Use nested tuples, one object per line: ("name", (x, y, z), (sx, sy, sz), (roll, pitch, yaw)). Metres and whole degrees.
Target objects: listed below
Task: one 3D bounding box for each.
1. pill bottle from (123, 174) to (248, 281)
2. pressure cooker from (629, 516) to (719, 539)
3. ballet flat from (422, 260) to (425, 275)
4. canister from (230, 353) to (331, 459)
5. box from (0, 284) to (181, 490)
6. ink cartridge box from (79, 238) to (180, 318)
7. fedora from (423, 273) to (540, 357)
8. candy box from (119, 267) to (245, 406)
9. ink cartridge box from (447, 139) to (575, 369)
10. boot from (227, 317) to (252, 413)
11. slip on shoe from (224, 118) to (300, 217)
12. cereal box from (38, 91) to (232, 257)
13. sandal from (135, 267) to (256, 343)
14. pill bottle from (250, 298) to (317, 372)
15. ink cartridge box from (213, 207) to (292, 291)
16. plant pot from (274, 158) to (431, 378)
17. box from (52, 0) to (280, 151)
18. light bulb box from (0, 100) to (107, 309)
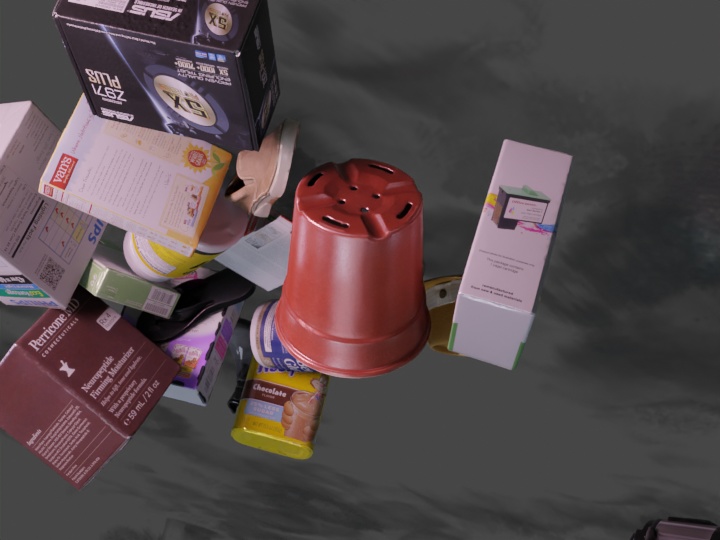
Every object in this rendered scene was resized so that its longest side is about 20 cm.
("pill bottle", (-0.244, -0.055, 1.320), (0.114, 0.115, 0.199), (30, 151, -24))
("pressure cooker", (0.625, 0.579, 1.907), (0.198, 0.179, 0.178), (-3, 180, 38))
("ballet flat", (0.000, 0.000, 1.350), (0.199, 0.068, 0.076), (-18, 116, 40))
("canister", (-0.123, 0.195, 1.606), (0.147, 0.202, 0.087), (16, 151, -5))
("box", (-0.398, 0.163, 1.374), (0.200, 0.166, 0.164), (41, 126, -9))
("ink cartridge box", (-0.377, -0.004, 1.433), (0.199, 0.048, 0.145), (29, -177, 39))
("fedora", (0.147, 0.068, 1.312), (0.198, 0.083, 0.201), (0, 159, 0))
("candy box", (-0.290, 0.092, 1.520), (0.166, 0.202, 0.072), (11, 153, 13))
("ink cartridge box", (0.164, -0.017, 1.062), (0.083, 0.202, 0.145), (16, 153, 9))
("boot", (-0.203, 0.175, 1.698), (0.069, 0.133, 0.200), (2, 149, 27))
("slip on shoe", (-0.120, -0.124, 1.171), (0.060, 0.077, 0.200), (16, 161, -12))
("cereal box", (-0.271, -0.120, 1.185), (0.198, 0.145, 0.040), (24, 152, -12))
("sandal", (-0.256, 0.041, 1.471), (0.199, 0.076, 0.048), (-28, 149, -4))
("pill bottle", (-0.063, 0.102, 1.505), (0.198, 0.112, 0.111), (1, 149, 28))
("ink cartridge box", (-0.115, -0.039, 1.347), (0.108, 0.051, 0.199), (32, 148, -25))
("plant pot", (-0.005, -0.012, 1.161), (0.198, 0.202, 0.197), (12, 132, 10))
("box", (-0.195, -0.223, 1.013), (0.197, 0.087, 0.164), (13, 153, 7))
("light bulb box", (-0.457, -0.083, 1.300), (0.123, 0.200, 0.200), (2, 148, 30))
